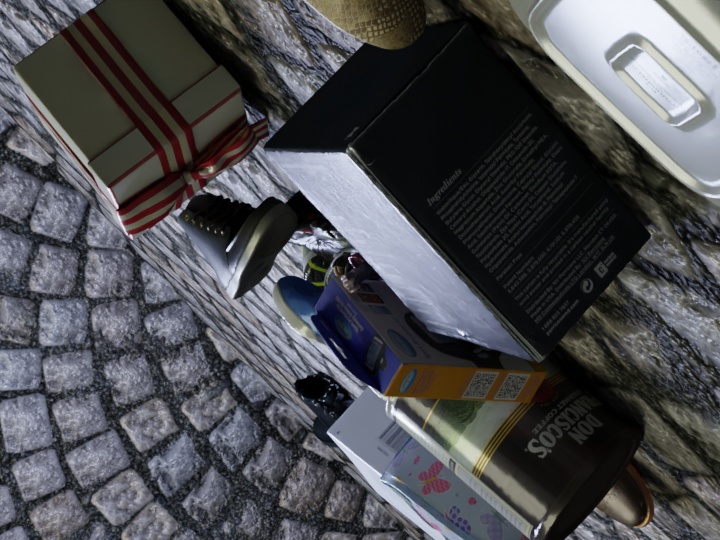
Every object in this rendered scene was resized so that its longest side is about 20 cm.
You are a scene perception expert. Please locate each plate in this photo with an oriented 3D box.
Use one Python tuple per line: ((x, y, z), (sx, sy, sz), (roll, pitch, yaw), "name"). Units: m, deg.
((0.159, -0.104, 0.817), (0.200, 0.032, 0.200), (44, 169, -1), "plate")

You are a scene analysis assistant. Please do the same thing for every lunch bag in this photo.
((0.143, 0.223, 1.766), (0.200, 0.170, 0.127), (33, 168, 31), "lunch bag")

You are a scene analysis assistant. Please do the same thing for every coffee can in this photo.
((0.144, 0.147, 1.525), (0.200, 0.146, 0.146), (39, 169, 20), "coffee can")

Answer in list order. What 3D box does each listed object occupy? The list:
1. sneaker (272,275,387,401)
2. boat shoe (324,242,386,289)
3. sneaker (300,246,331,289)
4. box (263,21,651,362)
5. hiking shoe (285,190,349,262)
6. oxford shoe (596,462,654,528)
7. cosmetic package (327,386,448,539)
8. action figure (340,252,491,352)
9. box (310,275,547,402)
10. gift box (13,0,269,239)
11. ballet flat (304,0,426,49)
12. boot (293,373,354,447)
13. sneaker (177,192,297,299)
((0.002, 0.036, 1.623), (0.200, 0.111, 0.077), (40, -150, 30), "sneaker")
((0.000, 0.000, 1.485), (0.200, 0.091, 0.071), (-25, 82, 56), "boat shoe")
((0.001, 0.012, 1.791), (0.200, 0.075, 0.077), (49, -158, -48), "sneaker")
((0.060, -0.056, 1.116), (0.197, 0.124, 0.200), (45, 170, -17), "box")
((-0.027, -0.031, 1.658), (0.101, 0.076, 0.200), (51, 166, -21), "hiking shoe")
((0.208, 0.200, 1.634), (0.200, 0.073, 0.071), (37, 129, 28), "oxford shoe")
((0.089, 0.286, 2.322), (0.199, 0.123, 0.200), (34, 165, 40), "cosmetic package")
((0.060, -0.035, 1.350), (0.149, 0.134, 0.200), (-3, -139, -51), "action figure")
((0.053, 0.059, 1.365), (0.200, 0.042, 0.119), (8, -149, -43), "box")
((-0.208, -0.151, 1.609), (0.187, 0.184, 0.200), (50, 175, 14), "gift box")
((-0.032, -0.218, 0.995), (0.200, 0.071, 0.065), (41, 155, -5), "ballet flat")
((-0.060, 0.249, 2.865), (0.162, 0.073, 0.198), (47, 162, -29), "boot")
((-0.134, -0.045, 1.636), (0.106, 0.075, 0.200), (49, 155, 5), "sneaker")
